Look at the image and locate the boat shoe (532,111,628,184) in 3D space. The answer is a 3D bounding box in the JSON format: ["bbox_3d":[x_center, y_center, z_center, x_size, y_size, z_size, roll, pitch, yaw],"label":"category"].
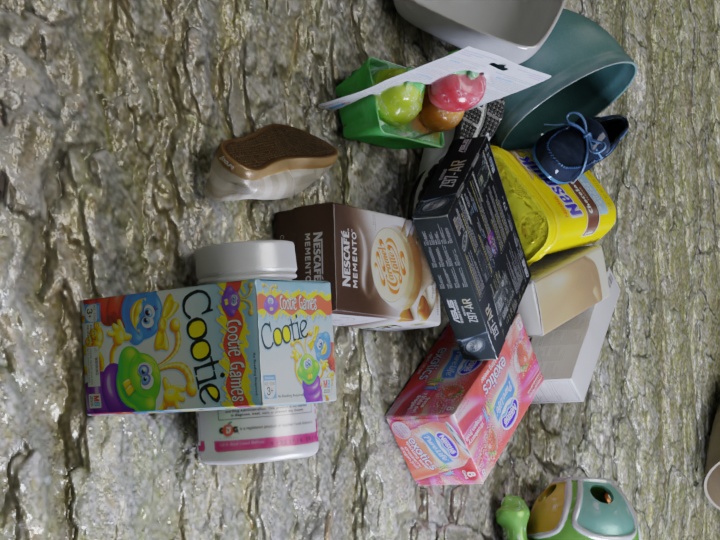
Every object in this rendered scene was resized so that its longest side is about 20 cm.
[{"bbox_3d":[0.279,-0.169,1.862,0.084,0.069,0.200,51,34,0],"label":"boat shoe"}]

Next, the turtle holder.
[{"bbox_3d":[0.260,0.328,1.852,0.141,0.184,0.133,73,19,-77],"label":"turtle holder"}]

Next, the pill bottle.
[{"bbox_3d":[-0.101,0.076,1.379,0.113,0.113,0.202,0,84,-55],"label":"pill bottle"}]

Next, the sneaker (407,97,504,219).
[{"bbox_3d":[0.106,-0.133,1.749,0.074,0.080,0.201,31,76,-26],"label":"sneaker"}]

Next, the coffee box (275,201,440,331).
[{"bbox_3d":[0.000,0.000,1.565,0.199,0.079,0.115,8,77,-54],"label":"coffee box"}]

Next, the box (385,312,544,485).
[{"bbox_3d":[0.125,0.147,1.704,0.200,0.094,0.103,-50,125,-46],"label":"box"}]

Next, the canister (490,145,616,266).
[{"bbox_3d":[0.225,-0.089,1.858,0.149,0.087,0.200,53,32,16],"label":"canister"}]

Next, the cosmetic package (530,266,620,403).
[{"bbox_3d":[0.276,0.085,1.943,0.051,0.082,0.201,58,42,-34],"label":"cosmetic package"}]

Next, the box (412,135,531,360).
[{"bbox_3d":[0.130,-0.025,1.662,0.161,0.043,0.201,-61,138,-47],"label":"box"}]

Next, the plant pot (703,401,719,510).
[{"bbox_3d":[0.643,0.266,2.371,0.188,0.186,0.201,53,31,-35],"label":"plant pot"}]

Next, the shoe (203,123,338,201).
[{"bbox_3d":[-0.091,-0.106,1.485,0.200,0.070,0.054,-17,141,-59],"label":"shoe"}]

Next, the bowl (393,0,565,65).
[{"bbox_3d":[0.144,-0.336,1.767,0.075,0.199,0.200,110,5,-55],"label":"bowl"}]

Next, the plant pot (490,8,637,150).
[{"bbox_3d":[0.230,-0.256,1.864,0.200,0.200,0.135,-10,66,-55],"label":"plant pot"}]

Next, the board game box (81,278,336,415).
[{"bbox_3d":[-0.131,0.068,1.263,0.105,0.199,0.104,3,82,-54],"label":"board game box"}]

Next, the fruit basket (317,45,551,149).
[{"bbox_3d":[0.081,-0.201,1.615,0.185,0.199,0.094,6,65,-54],"label":"fruit basket"}]

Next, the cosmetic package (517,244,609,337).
[{"bbox_3d":[0.226,0.027,1.863,0.200,0.105,0.072,-23,103,-52],"label":"cosmetic package"}]
